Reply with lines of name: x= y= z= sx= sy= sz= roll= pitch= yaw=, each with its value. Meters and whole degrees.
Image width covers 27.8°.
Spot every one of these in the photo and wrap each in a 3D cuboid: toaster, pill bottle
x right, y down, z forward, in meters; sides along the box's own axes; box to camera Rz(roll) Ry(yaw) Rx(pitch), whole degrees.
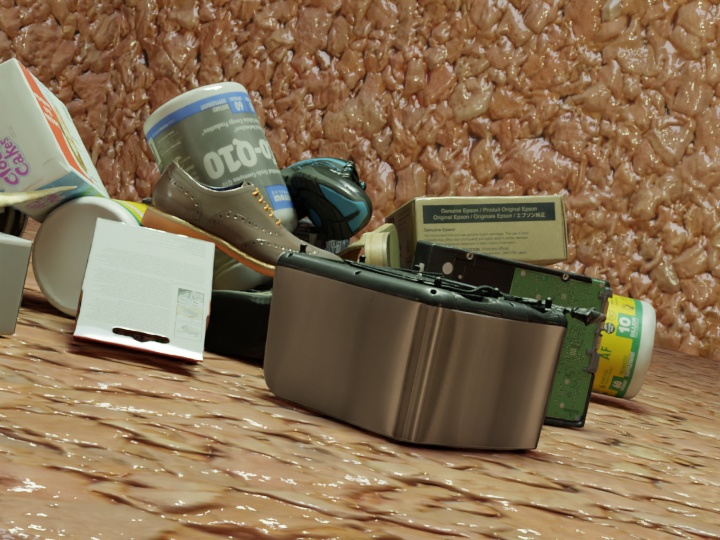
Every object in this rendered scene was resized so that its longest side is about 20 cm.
toaster: x=0.050 y=0.060 z=1.121 sx=0.199 sy=0.120 sz=0.180 roll=14 pitch=3 yaw=42
pill bottle: x=-0.230 y=-0.011 z=1.418 sx=0.111 sy=0.114 sz=0.200 roll=13 pitch=2 yaw=11
pill bottle: x=-0.129 y=-0.073 z=1.440 sx=0.113 sy=0.202 sz=0.114 roll=-23 pitch=-7 yaw=-3
pill bottle: x=0.227 y=0.072 z=1.661 sx=0.198 sy=0.114 sz=0.113 roll=13 pitch=2 yaw=1

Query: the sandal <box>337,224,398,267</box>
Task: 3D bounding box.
sandal: x=0.000 y=-0.006 z=1.436 sx=0.069 sy=0.079 sz=0.212 roll=-4 pitch=-1 yaw=5

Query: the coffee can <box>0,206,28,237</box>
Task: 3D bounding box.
coffee can: x=-0.395 y=-0.063 z=1.349 sx=0.145 sy=0.148 sz=0.200 roll=12 pitch=2 yaw=-5

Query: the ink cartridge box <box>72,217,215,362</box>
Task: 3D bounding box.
ink cartridge box: x=-0.181 y=0.031 z=1.215 sx=0.108 sy=0.051 sz=0.201 roll=12 pitch=28 yaw=-10

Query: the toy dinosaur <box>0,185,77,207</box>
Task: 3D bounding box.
toy dinosaur: x=-0.323 y=-0.057 z=1.095 sx=0.199 sy=0.059 sz=0.101 roll=-1 pitch=27 yaw=-47

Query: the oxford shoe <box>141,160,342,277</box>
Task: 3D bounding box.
oxford shoe: x=-0.097 y=-0.040 z=1.338 sx=0.198 sy=0.074 sz=0.071 roll=20 pitch=3 yaw=-14

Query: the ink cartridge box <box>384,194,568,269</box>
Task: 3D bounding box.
ink cartridge box: x=0.121 y=-0.036 z=1.595 sx=0.163 sy=0.076 sz=0.200 roll=-3 pitch=-3 yaw=-9

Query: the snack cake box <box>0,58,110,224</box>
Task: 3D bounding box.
snack cake box: x=-0.301 y=-0.111 z=1.352 sx=0.067 sy=0.116 sz=0.200 roll=-26 pitch=-6 yaw=-2

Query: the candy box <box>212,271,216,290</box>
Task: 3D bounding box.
candy box: x=-0.098 y=0.029 z=1.604 sx=0.198 sy=0.078 sz=0.169 roll=15 pitch=5 yaw=31

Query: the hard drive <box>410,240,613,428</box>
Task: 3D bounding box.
hard drive: x=0.127 y=0.059 z=1.310 sx=0.198 sy=0.141 sz=0.038 roll=10 pitch=3 yaw=-25

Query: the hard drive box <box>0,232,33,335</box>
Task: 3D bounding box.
hard drive box: x=-0.371 y=-0.009 z=1.072 sx=0.154 sy=0.078 sz=0.199 roll=14 pitch=3 yaw=31

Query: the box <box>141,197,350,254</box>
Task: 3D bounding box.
box: x=-0.122 y=-0.039 z=1.577 sx=0.198 sy=0.050 sz=0.158 roll=12 pitch=7 yaw=11

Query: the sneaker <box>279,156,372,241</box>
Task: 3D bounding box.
sneaker: x=-0.029 y=-0.085 z=1.460 sx=0.081 sy=0.074 sz=0.200 roll=-27 pitch=21 yaw=-17

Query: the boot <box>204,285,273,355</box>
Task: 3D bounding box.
boot: x=-0.034 y=0.048 z=1.334 sx=0.202 sy=0.074 sz=0.153 roll=9 pitch=9 yaw=29
